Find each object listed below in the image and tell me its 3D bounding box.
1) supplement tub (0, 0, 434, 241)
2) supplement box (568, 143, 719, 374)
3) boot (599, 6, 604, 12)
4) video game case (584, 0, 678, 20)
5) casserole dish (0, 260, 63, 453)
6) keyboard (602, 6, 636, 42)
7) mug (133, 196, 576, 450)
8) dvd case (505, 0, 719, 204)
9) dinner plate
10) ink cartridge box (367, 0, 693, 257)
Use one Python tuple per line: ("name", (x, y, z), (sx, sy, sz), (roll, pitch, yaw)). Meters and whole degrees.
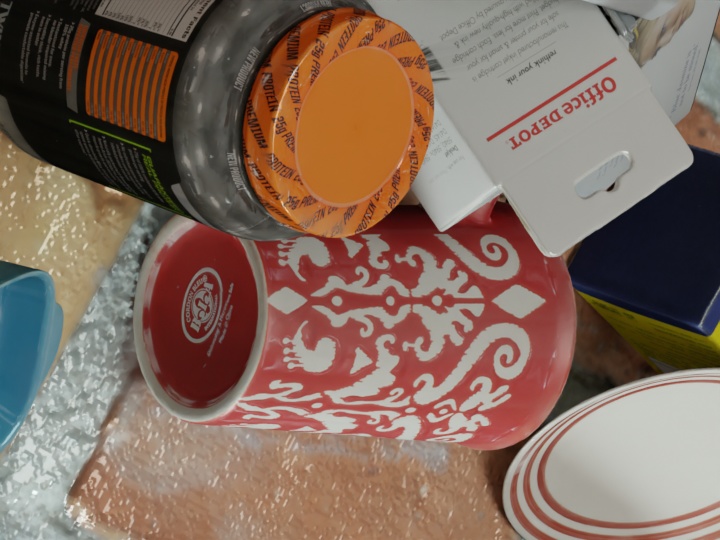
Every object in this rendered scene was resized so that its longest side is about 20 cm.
("supplement tub", (-0.069, -0.085, 1.116), (0.122, 0.200, 0.123), (-19, 119, -40))
("supplement box", (0.233, 0.019, 1.527), (0.200, 0.109, 0.110), (42, 74, -46))
("boot", (0.081, -0.112, 1.359), (0.200, 0.070, 0.132), (-42, 139, -17))
("video game case", (0.084, -0.208, 1.213), (0.022, 0.183, 0.200), (-31, 173, 16))
("casserole dish", (-0.209, 0.062, 1.112), (0.200, 0.039, 0.121), (-37, 150, -47))
("keyboard", (0.083, -0.201, 1.260), (0.200, 0.011, 0.056), (59, 15, 2))
("mug", (-0.007, 0.004, 1.283), (0.200, 0.133, 0.178), (3, 81, -41))
("dvd case", (0.145, -0.100, 1.401), (0.200, 0.018, 0.143), (-41, 153, -39))
("dinner plate", (0.181, 0.112, 1.496), (0.200, 0.024, 0.200), (-6, 143, -5))
("ink cartridge box", (0.059, -0.102, 1.231), (0.116, 0.067, 0.200), (-32, 88, -32))
